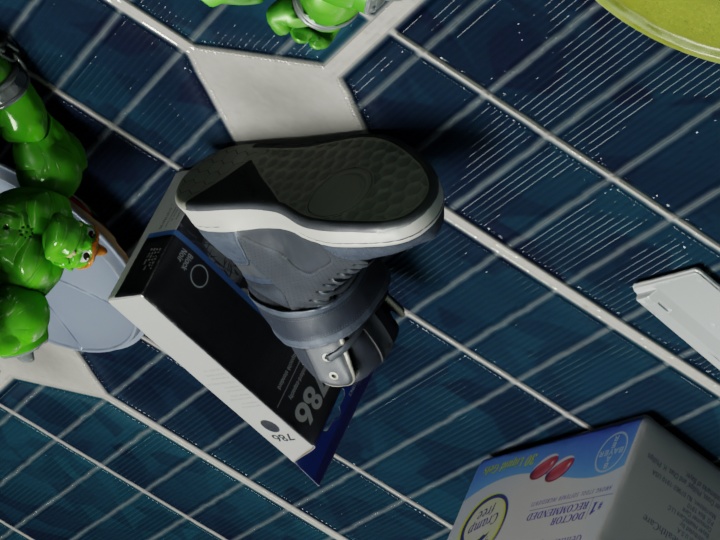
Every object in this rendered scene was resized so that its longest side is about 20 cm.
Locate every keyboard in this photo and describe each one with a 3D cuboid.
[{"bbox_3d":[0.239,0.061,1.398,0.200,0.011,0.056,38,146,-23],"label":"keyboard"}]

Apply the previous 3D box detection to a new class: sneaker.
[{"bbox_3d":[0.001,-0.001,1.401,0.202,0.077,0.146,7,137,51],"label":"sneaker"}]

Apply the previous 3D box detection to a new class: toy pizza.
[{"bbox_3d":[-0.221,-0.019,1.621,0.200,0.032,0.200,24,151,15],"label":"toy pizza"}]

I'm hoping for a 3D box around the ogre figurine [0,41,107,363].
[{"bbox_3d":[-0.218,-0.031,1.456,0.098,0.200,0.120,-19,153,32],"label":"ogre figurine"}]

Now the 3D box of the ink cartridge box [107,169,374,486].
[{"bbox_3d":[-0.058,0.036,1.509,0.039,0.100,0.200,-8,138,46],"label":"ink cartridge box"}]

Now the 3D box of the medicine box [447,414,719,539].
[{"bbox_3d":[0.127,0.211,1.544,0.103,0.200,0.182,36,151,-20],"label":"medicine box"}]

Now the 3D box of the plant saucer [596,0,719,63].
[{"bbox_3d":[0.157,-0.148,1.076,0.200,0.031,0.200,20,152,11],"label":"plant saucer"}]

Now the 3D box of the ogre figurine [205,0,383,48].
[{"bbox_3d":[-0.057,-0.165,1.146,0.120,0.098,0.200,9,139,52],"label":"ogre figurine"}]
